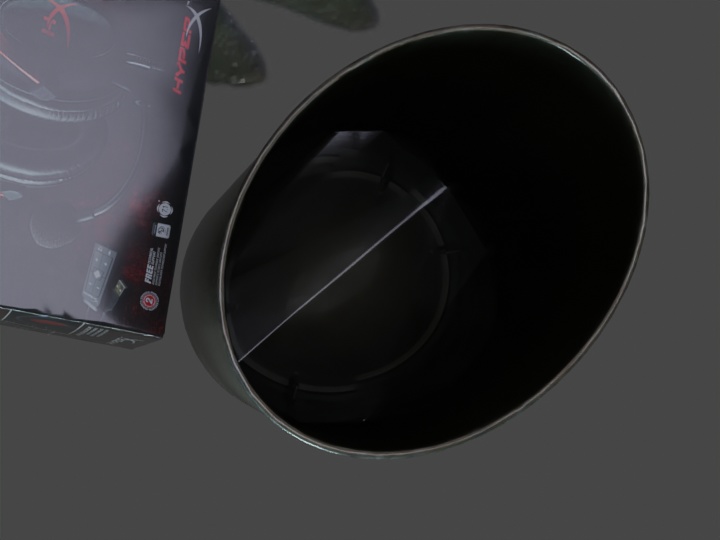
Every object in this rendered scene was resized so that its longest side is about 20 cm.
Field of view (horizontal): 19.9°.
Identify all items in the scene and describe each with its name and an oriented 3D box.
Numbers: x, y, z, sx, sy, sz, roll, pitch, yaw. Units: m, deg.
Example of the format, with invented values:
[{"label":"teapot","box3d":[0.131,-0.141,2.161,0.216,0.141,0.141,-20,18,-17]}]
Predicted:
[{"label":"headset box","box3d":[-0.171,-0.058,0.843,0.199,0.075,0.149,12,81,-15]},{"label":"basket","box3d":[0.000,0.000,0.822,0.180,0.200,0.136,-41,95,-17]}]
